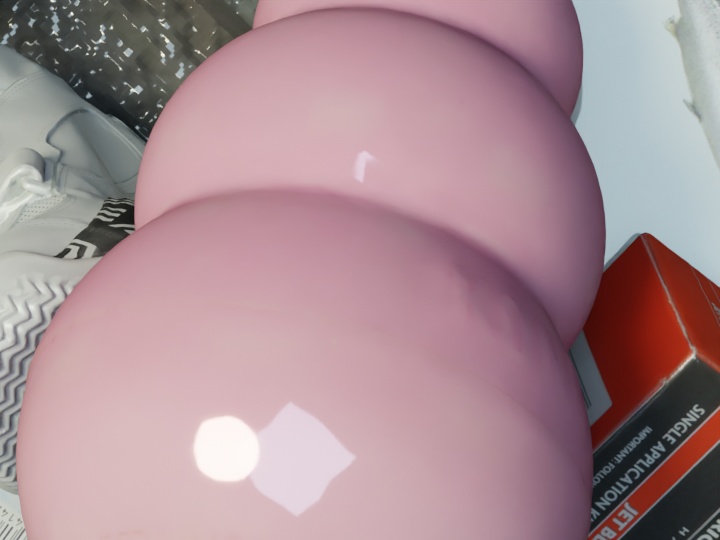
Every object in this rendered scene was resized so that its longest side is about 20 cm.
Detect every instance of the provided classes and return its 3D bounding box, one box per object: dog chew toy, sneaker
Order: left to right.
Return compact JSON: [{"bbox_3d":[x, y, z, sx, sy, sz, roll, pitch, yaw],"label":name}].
[{"bbox_3d":[-0.097,-0.007,0.705,0.115,0.200,0.075,30,103,9],"label":"sneaker"},{"bbox_3d":[0.000,0.000,0.606,0.124,0.125,0.200,14,59,4],"label":"dog chew toy"}]

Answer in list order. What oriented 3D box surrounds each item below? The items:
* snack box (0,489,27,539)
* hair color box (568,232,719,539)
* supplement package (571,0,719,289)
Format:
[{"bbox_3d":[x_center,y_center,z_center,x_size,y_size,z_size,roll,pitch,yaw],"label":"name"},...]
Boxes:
[{"bbox_3d":[-0.179,0.061,0.736,0.200,0.142,0.053,32,50,4],"label":"snack box"},{"bbox_3d":[0.112,0.091,0.679,0.200,0.061,0.102,35,109,-24],"label":"hair color box"},{"bbox_3d":[0.080,-0.036,0.729,0.200,0.117,0.117,-23,87,3],"label":"supplement package"}]
